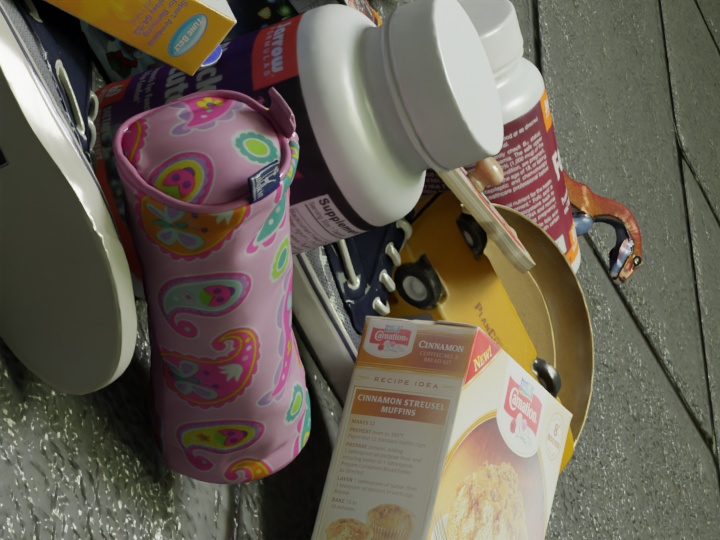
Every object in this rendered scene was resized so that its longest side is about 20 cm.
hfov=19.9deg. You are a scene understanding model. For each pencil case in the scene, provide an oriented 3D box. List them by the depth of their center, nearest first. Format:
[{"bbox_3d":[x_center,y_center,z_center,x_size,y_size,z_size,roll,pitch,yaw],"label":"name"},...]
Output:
[{"bbox_3d":[-0.064,0.009,0.950,0.088,0.087,0.201,-86,177,-46],"label":"pencil case"}]

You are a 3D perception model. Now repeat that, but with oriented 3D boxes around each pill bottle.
[{"bbox_3d":[-0.036,-0.065,1.012,0.112,0.199,0.112,53,26,-42],"label":"pill bottle"},{"bbox_3d":[0.080,-0.081,1.423,0.114,0.114,0.201,-72,151,-59],"label":"pill bottle"}]

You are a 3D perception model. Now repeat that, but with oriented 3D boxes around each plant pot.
[{"bbox_3d":[0.076,0.056,1.354,0.199,0.027,0.201,4,83,-39],"label":"plant pot"}]

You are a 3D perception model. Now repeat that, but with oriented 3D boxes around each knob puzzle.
[{"bbox_3d":[0.054,-0.076,1.229,0.220,0.030,0.220,51,5,-6],"label":"knob puzzle"}]

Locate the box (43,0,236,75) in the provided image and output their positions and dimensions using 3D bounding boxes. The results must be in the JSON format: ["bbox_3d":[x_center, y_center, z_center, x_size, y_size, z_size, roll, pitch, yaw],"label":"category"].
[{"bbox_3d":[-0.137,-0.163,0.921,0.199,0.042,0.119,23,29,-39],"label":"box"}]

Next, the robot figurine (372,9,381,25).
[{"bbox_3d":[-0.018,-0.093,1.297,0.145,0.058,0.201,42,35,-54],"label":"robot figurine"}]

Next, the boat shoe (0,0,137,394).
[{"bbox_3d":[-0.137,-0.051,0.911,0.093,0.074,0.201,-38,109,-63],"label":"boat shoe"}]

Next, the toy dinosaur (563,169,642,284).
[{"bbox_3d":[0.155,-0.042,1.581,0.181,0.200,0.105,-5,60,-25],"label":"toy dinosaur"}]

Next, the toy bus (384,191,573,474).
[{"bbox_3d":[0.062,0.053,1.271,0.065,0.078,0.201,-45,114,-41],"label":"toy bus"}]

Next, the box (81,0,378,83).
[{"bbox_3d":[-0.094,-0.172,1.041,0.200,0.136,0.040,59,21,-32],"label":"box"}]

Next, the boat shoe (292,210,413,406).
[{"bbox_3d":[0.000,0.000,1.169,0.201,0.092,0.075,64,-6,-22],"label":"boat shoe"}]

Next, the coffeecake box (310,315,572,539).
[{"bbox_3d":[0.040,0.146,1.129,0.153,0.073,0.201,40,59,-56],"label":"coffeecake box"}]
